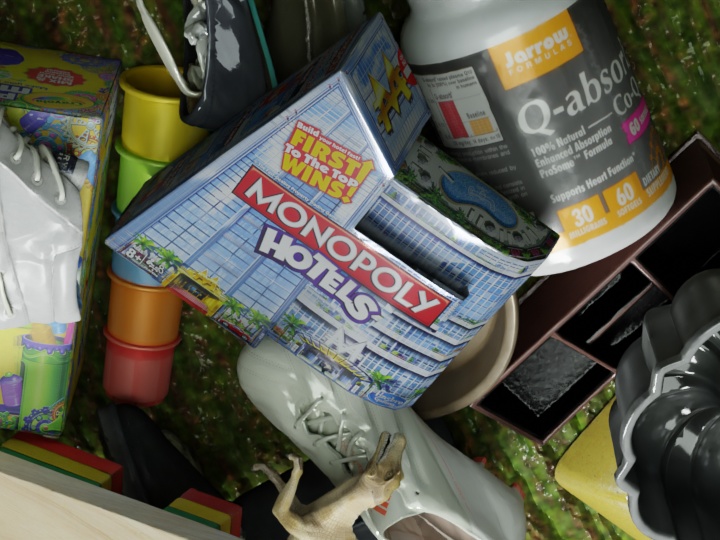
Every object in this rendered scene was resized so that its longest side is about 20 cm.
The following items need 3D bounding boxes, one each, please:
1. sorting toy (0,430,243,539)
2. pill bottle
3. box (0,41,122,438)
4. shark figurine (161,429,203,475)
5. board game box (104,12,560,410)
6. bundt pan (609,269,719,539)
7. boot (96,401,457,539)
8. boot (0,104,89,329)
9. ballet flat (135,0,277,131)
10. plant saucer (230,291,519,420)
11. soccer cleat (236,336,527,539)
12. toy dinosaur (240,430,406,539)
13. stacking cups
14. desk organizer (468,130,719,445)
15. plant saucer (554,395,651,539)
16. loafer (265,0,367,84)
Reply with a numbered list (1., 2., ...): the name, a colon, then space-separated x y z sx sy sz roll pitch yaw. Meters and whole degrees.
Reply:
1. sorting toy: -0.144 0.199 1.379 0.199 0.070 0.200 17 118 23
2. pill bottle: 0.090 -0.107 1.370 0.116 0.116 0.201 -22 109 9
3. box: -0.249 -0.029 1.399 0.199 0.122 0.193 9 110 -3
4. shark figurine: -0.143 0.220 1.507 0.128 0.090 0.215 41 79 -1
5. board game box: -0.006 -0.031 1.316 0.200 0.062 0.200 35 134 -5
6. bundt pan: 0.230 0.068 1.377 0.201 0.076 0.203 -7 128 -9
7. boot: -0.041 0.123 1.462 0.199 0.066 0.166 -21 96 -9
8. boot: -0.190 -0.061 1.293 0.095 0.074 0.201 -3 118 -5
9. ballet flat: -0.093 -0.172 1.352 0.073 0.073 0.201 -10 96 4
10. plant saucer: 0.000 0.000 1.403 0.199 0.030 0.201 14 131 17
11. soccer cleat: 0.010 0.110 1.410 0.200 0.078 0.069 36 133 -5
12. toy dinosaur: -0.037 0.175 1.383 0.101 0.058 0.201 25 111 19
13. stacking cups: -0.117 -0.016 1.437 0.060 0.061 0.201 5 112 -1
14. desk organizer: 0.153 0.021 1.438 0.072 0.077 0.200 42 105 -14
15. plant saucer: 0.253 0.117 1.490 0.200 0.048 0.200 35 108 -12
16. loafer: -0.027 -0.118 1.389 0.069 0.075 0.201 -12 110 0
